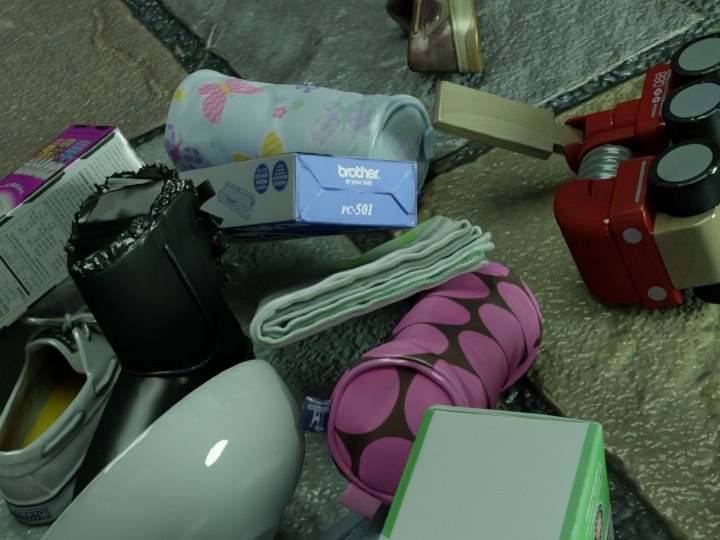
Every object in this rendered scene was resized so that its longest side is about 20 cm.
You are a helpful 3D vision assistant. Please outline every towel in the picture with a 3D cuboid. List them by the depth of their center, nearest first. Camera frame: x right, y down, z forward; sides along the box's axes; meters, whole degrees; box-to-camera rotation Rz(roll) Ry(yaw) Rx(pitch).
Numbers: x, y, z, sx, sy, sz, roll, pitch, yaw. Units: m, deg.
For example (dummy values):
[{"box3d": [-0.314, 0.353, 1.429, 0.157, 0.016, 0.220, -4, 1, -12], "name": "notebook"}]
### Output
[{"box3d": [0.000, 0.000, 1.015, 0.148, 0.031, 0.200, -21, 6, -1], "name": "towel"}]

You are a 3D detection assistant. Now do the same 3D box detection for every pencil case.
[{"box3d": [0.042, 0.061, 0.921, 0.090, 0.094, 0.200, 22, 21, 13], "name": "pencil case"}, {"box3d": [-0.045, -0.096, 1.193, 0.198, 0.084, 0.091, 10, 40, 31], "name": "pencil case"}]

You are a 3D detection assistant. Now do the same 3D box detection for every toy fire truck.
[{"box3d": [0.151, -0.066, 1.065, 0.198, 0.129, 0.177, -11, 37, 27], "name": "toy fire truck"}]

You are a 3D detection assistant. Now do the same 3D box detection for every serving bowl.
[{"box3d": [-0.095, 0.142, 0.859, 0.066, 0.201, 0.200, 43, 62, 12], "name": "serving bowl"}]

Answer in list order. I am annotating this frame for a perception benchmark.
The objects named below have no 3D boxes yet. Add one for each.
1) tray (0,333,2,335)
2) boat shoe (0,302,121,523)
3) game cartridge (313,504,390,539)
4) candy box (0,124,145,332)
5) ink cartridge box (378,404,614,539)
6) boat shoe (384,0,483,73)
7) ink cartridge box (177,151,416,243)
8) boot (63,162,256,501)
[{"box3d": [-0.323, -0.006, 1.227, 0.198, 0.037, 0.099, 7, 44, 29], "name": "tray"}, {"box3d": [-0.187, 0.057, 1.055, 0.074, 0.087, 0.203, 2, 42, 23], "name": "boat shoe"}, {"box3d": [0.001, 0.164, 0.849, 0.199, 0.042, 0.133, -34, 16, -20], "name": "game cartridge"}, {"box3d": [-0.233, -0.012, 1.079, 0.200, 0.061, 0.136, -39, 18, -14], "name": "candy box"}, {"box3d": [0.063, 0.182, 0.717, 0.083, 0.201, 0.147, 3, 42, 19], "name": "ink cartridge box"}, {"box3d": [0.054, -0.223, 1.324, 0.071, 0.073, 0.201, -11, 44, 5], "name": "boat shoe"}, {"box3d": [-0.059, -0.045, 1.074, 0.093, 0.045, 0.199, 2, -3, -36], "name": "ink cartridge box"}, {"box3d": [-0.133, 0.047, 0.985, 0.073, 0.163, 0.199, 4, 42, 27], "name": "boot"}]
